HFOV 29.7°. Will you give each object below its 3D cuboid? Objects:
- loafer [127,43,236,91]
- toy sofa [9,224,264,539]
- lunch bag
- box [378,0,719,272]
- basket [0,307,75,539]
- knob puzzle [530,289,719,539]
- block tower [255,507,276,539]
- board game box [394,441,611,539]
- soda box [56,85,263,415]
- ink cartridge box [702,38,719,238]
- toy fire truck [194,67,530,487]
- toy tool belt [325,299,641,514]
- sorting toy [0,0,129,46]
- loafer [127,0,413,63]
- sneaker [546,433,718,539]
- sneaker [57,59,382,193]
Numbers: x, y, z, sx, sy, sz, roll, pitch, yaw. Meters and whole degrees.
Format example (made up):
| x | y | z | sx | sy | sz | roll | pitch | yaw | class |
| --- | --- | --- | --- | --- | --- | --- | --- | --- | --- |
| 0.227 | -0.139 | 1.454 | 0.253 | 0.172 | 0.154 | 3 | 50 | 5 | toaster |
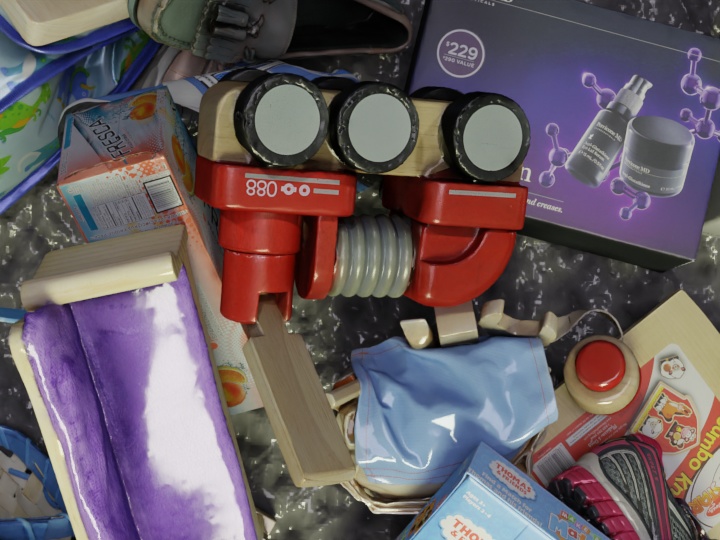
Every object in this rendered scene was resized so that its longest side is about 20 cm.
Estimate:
| x | y | z | sx | sy | sz | roll | pitch | yaw | class |
| --- | --- | --- | --- | --- | --- | --- | --- | --- | --- |
| -0.113 | -0.117 | 0.863 | 0.062 | 0.072 | 0.202 | 29 | 89 | -29 | loafer |
| -0.112 | 0.087 | 0.716 | 0.082 | 0.098 | 0.203 | -11 | 111 | 4 | toy sofa |
| -0.234 | -0.148 | 0.817 | 0.200 | 0.128 | 0.170 | -41 | 77 | -11 | lunch bag |
| 0.124 | -0.094 | 0.864 | 0.197 | 0.079 | 0.143 | 14 | 83 | -2 | box |
| -0.243 | 0.110 | 0.773 | 0.175 | 0.139 | 0.202 | 14 | 106 | -45 | basket |
| 0.196 | 0.144 | 0.872 | 0.216 | 0.030 | 0.223 | 0 | 89 | -3 | knob puzzle |
| -0.124 | 0.231 | 0.837 | 0.054 | 0.058 | 0.202 | 30 | 84 | -1 | block tower |
| 0.074 | 0.214 | 0.801 | 0.151 | 0.037 | 0.201 | 37 | 125 | 0 | board game box |
| -0.107 | -0.003 | 0.786 | 0.063 | 0.069 | 0.201 | -14 | 130 | 6 | soda box |
| 0.260 | -0.127 | 0.822 | 0.044 | 0.176 | 0.203 | 10 | 85 | -3 | ink cartridge box |
| 0.000 | 0.000 | 0.730 | 0.174 | 0.129 | 0.203 | 3 | 99 | -19 | toy fire truck |
| 0.069 | 0.072 | 0.802 | 0.197 | 0.123 | 0.126 | -16 | 67 | 7 | toy tool belt |
| -0.151 | -0.253 | 0.796 | 0.197 | 0.070 | 0.201 | -25 | 68 | -31 | sorting toy |
| -0.043 | -0.155 | 0.801 | 0.063 | 0.199 | 0.072 | 47 | 127 | 24 | loafer |
| 0.192 | 0.195 | 0.820 | 0.074 | 0.080 | 0.202 | -31 | 97 | -24 | sneaker |
| -0.082 | -0.085 | 0.818 | 0.197 | 0.076 | 0.078 | 0 | 44 | -14 | sneaker |
